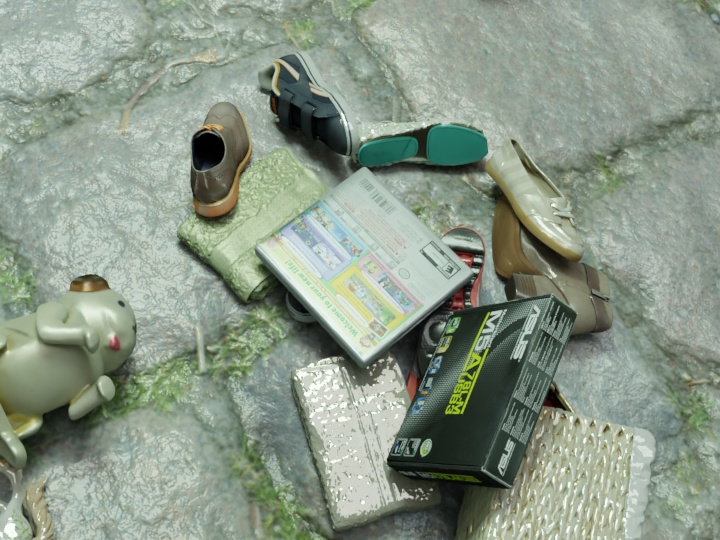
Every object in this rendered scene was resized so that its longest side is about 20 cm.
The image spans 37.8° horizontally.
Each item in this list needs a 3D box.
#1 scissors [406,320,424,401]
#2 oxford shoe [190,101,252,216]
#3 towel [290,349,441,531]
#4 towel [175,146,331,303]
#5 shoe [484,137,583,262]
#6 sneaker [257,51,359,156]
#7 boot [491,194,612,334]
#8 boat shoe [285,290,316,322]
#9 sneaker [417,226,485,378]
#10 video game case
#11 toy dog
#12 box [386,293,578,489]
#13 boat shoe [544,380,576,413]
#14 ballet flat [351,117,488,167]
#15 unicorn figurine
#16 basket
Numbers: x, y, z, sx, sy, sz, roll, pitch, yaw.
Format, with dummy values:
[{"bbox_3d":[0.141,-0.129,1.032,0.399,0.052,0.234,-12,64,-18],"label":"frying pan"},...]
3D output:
[{"bbox_3d":[0.065,0.122,1.279,0.072,0.014,0.203,2,63,-10],"label":"scissors"},{"bbox_3d":[-0.177,-0.160,1.323,0.070,0.074,0.202,-6,44,3],"label":"oxford shoe"},{"bbox_3d":[0.003,0.189,1.209,0.131,0.035,0.202,-13,67,-10],"label":"towel"},{"bbox_3d":[-0.120,-0.063,1.324,0.148,0.037,0.200,41,60,12],"label":"towel"},{"bbox_3d":[0.229,-0.093,1.353,0.069,0.054,0.201,9,38,-46],"label":"shoe"},{"bbox_3d":[-0.072,-0.211,1.387,0.078,0.079,0.201,-19,47,-19],"label":"sneaker"},{"bbox_3d":[0.252,-0.003,1.371,0.144,0.070,0.202,13,52,-17],"label":"boot"},{"bbox_3d":[0.000,0.000,1.299,0.198,0.068,0.072,-19,67,-22],"label":"boat shoe"},{"bbox_3d":[0.120,0.053,1.294,0.073,0.087,0.203,10,73,11],"label":"sneaker"},{"bbox_3d":[0.004,-0.009,1.251,0.181,0.022,0.200,-37,69,-22],"label":"video game case"},{"bbox_3d":[-0.330,0.095,1.138,0.199,0.193,0.141,-31,109,-30],"label":"toy dog"},{"bbox_3d":[0.126,0.129,1.119,0.047,0.193,0.202,33,70,-18],"label":"box"},{"bbox_3d":[0.211,0.153,1.265,0.073,0.069,0.201,-32,73,-27],"label":"boat shoe"},{"bbox_3d":[0.076,-0.182,1.424,0.197,0.072,0.073,-3,62,-15],"label":"ballet flat"},{"bbox_3d":[-0.401,0.272,1.047,0.197,0.074,0.139,-15,65,-20],"label":"unicorn figurine"},{"bbox_3d":[0.197,0.268,1.124,0.159,0.199,0.202,19,59,0],"label":"basket"}]
